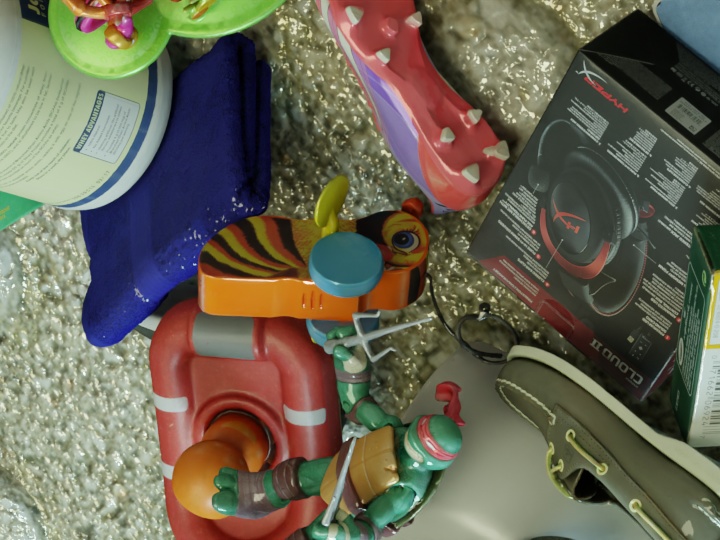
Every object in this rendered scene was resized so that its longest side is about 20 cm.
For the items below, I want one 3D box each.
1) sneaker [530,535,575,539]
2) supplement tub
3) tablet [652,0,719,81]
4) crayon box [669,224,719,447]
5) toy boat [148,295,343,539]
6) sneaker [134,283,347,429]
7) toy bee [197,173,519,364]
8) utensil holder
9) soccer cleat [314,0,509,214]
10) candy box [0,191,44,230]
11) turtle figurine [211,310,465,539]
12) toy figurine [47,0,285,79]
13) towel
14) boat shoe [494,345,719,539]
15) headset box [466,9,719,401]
[{"bbox_3d":[0.074,0.216,1.565,0.200,0.070,0.081,-24,91,40],"label":"sneaker"},{"bbox_3d":[-0.238,-0.128,1.707,0.144,0.199,0.146,-13,71,39],"label":"supplement tub"},{"bbox_3d":[0.260,-0.087,1.535,0.130,0.014,0.201,-15,103,39],"label":"tablet"},{"bbox_3d":[0.285,0.035,1.502,0.198,0.052,0.126,-2,125,-7],"label":"crayon box"},{"bbox_3d":[-0.085,0.122,1.722,0.130,0.131,0.201,3,114,19],"label":"toy boat"},{"bbox_3d":[-0.093,0.077,1.819,0.199,0.071,0.100,19,118,21],"label":"sneaker"},{"bbox_3d":[0.000,0.000,1.655,0.199,0.109,0.131,25,134,-10],"label":"toy bee"},{"bbox_3d":[0.124,0.160,1.653,0.199,0.170,0.171,27,126,21],"label":"utensil holder"},{"bbox_3d":[0.019,-0.125,1.651,0.201,0.067,0.076,56,145,-1],"label":"soccer cleat"},{"bbox_3d":[-0.305,-0.116,1.798,0.077,0.169,0.201,-5,111,41],"label":"candy box"},{"bbox_3d":[-0.005,0.123,1.570,0.100,0.150,0.200,32,130,-27],"label":"turtle figurine"},{"bbox_3d":[-0.132,-0.204,1.548,0.200,0.184,0.150,-44,83,7],"label":"toy figurine"},{"bbox_3d":[-0.122,-0.051,1.751,0.200,0.049,0.149,-40,46,43],"label":"towel"},{"bbox_3d":[0.145,0.112,1.537,0.201,0.060,0.072,35,169,38],"label":"boat shoe"},{"bbox_3d":[0.164,-0.031,1.577,0.148,0.075,0.201,40,133,14],"label":"headset box"}]
